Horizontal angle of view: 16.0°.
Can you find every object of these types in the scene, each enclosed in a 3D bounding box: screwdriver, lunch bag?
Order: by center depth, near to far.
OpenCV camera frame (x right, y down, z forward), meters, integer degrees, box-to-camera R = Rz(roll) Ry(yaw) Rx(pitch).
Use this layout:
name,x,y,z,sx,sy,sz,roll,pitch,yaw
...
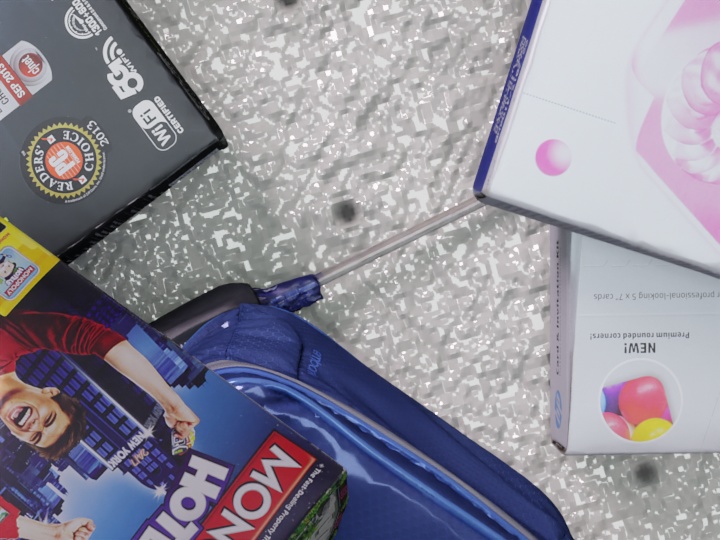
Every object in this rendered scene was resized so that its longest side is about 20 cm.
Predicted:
name,x,y,z,sx,sy,sz,roll,pitch,yaw
lunch bag,-0.007,0.120,0.893,0.200,0.132,0.136,35,100,-8
screwdriver,0.000,0.000,0.955,0.199,0.028,0.029,-22,64,-2

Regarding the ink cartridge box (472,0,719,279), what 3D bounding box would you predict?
name,x,y,z,sx,sy,sz,roll,pitch,yaw
ink cartridge box,0.162,-0.089,0.905,0.199,0.043,0.197,17,91,-4

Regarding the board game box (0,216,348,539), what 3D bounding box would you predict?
name,x,y,z,sx,sy,sz,roll,pitch,yaw
board game box,-0.100,0.118,0.784,0.200,0.062,0.200,36,74,18

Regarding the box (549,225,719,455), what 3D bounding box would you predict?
name,x,y,z,sx,sy,sz,roll,pitch,yaw
box,0.148,-0.034,0.946,0.155,0.041,0.201,-1,92,-4

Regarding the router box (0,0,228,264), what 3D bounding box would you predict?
name,x,y,z,sx,sy,sz,roll,pitch,yaw
router box,-0.166,-0.081,0.927,0.150,0.062,0.200,-37,93,2
